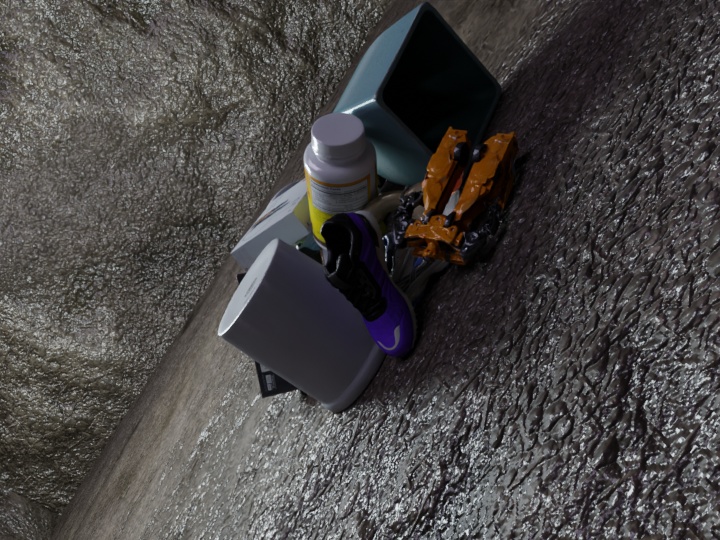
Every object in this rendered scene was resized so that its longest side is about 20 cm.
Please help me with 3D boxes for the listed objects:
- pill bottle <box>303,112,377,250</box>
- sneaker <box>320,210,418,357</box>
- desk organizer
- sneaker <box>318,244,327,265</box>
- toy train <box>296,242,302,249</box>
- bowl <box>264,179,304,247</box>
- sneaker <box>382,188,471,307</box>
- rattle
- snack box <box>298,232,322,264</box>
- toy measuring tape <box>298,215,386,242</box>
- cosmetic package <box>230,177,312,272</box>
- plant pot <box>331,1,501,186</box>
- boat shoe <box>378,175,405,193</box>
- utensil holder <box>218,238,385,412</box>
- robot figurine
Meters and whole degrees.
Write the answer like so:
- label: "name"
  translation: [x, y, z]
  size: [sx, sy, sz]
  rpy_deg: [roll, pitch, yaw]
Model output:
- label: "pill bottle"
  translation: [-0.028, -0.129, 1.235]
  size: [0.202, 0.107, 0.110]
  rpy_deg: [87, -163, -45]
- label: "sneaker"
  translation: [-0.001, 0.019, 1.047]
  size: [0.069, 0.203, 0.099]
  rpy_deg: [-32, -18, 33]
- label: "desk organizer"
  translation: [-0.152, 0.103, 1.369]
  size: [0.077, 0.070, 0.204]
  rpy_deg: [140, 118, -77]
- label: "sneaker"
  translation: [0.000, 0.000, 1.316]
  size: [0.110, 0.072, 0.203]
  rpy_deg: [-16, 59, 4]
- label: "toy train"
  translation: [-0.034, -0.088, 1.528]
  size: [0.199, 0.056, 0.042]
  rpy_deg: [-40, -14, -20]
- label: "bowl"
  translation: [-0.091, -0.066, 1.595]
  size: [0.090, 0.201, 0.203]
  rpy_deg: [23, 79, 44]
- label: "sneaker"
  translation: [0.075, -0.030, 1.101]
  size: [0.201, 0.085, 0.077]
  rpy_deg: [-55, 15, 9]
- label: "rattle"
  translation: [0.094, -0.062, 1.216]
  size: [0.199, 0.143, 0.131]
  rpy_deg: [-41, 48, 3]
- label: "snack box"
  translation: [-0.062, -0.001, 1.425]
  size: [0.201, 0.115, 0.037]
  rpy_deg: [-53, 1, 17]
- label: "toy measuring tape"
  translation: [-0.039, -0.097, 1.461]
  size: [0.073, 0.197, 0.075]
  rpy_deg: [168, 90, -68]
- label: "cosmetic package"
  translation: [-0.120, -0.093, 1.407]
  size: [0.149, 0.052, 0.201]
  rpy_deg: [-28, 19, 30]
- label: "plant pot"
  translation: [0.064, -0.250, 1.286]
  size: [0.199, 0.195, 0.199]
  rpy_deg: [-8, 49, 53]
- label: "boat shoe"
  translation: [0.056, -0.166, 1.477]
  size: [0.072, 0.065, 0.201]
  rpy_deg: [-55, 15, 8]
- label: "utensil holder"
  translation: [-0.076, 0.074, 1.161]
  size: [0.171, 0.198, 0.171]
  rpy_deg: [-52, 15, 19]
- label: "robot figurine"
  translation: [0.124, -0.089, 1.039]
  size: [0.143, 0.058, 0.202]
  rpy_deg: [11, 63, 32]
